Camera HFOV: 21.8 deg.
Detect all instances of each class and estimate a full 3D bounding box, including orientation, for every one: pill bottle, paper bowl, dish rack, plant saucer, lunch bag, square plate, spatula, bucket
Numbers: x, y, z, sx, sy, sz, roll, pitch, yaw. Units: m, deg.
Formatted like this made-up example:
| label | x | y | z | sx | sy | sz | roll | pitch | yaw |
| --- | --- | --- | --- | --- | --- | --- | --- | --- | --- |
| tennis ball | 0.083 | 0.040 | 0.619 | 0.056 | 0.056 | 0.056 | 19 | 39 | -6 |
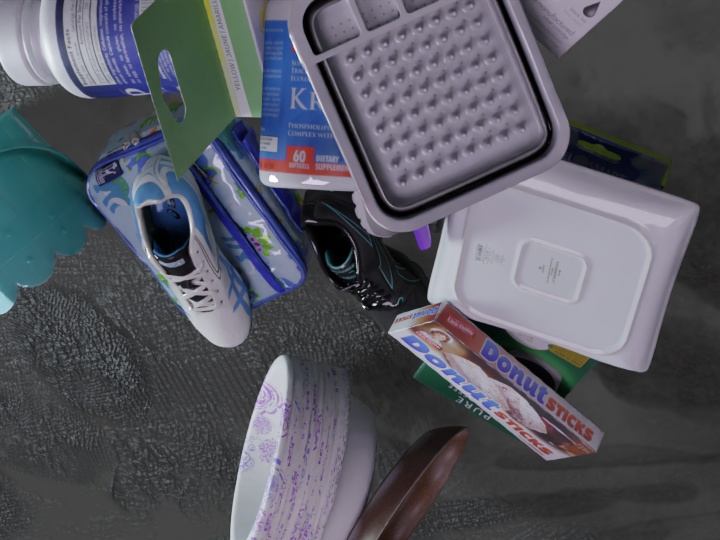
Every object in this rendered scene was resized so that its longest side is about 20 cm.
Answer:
| label | x | y | z | sx | sy | sz | roll | pitch | yaw |
| --- | --- | --- | --- | --- | --- | --- | --- | --- | --- |
| pill bottle | -0.023 | -0.166 | 1.488 | 0.112 | 0.112 | 0.201 | 3 | 95 | 21 |
| paper bowl | -0.051 | 0.187 | 1.773 | 0.104 | 0.201 | 0.201 | 13 | 133 | -12 |
| dish rack | 0.051 | -0.146 | 1.421 | 0.171 | 0.044 | 0.201 | -24 | 98 | -4 |
| plant saucer | 0.035 | 0.224 | 1.769 | 0.032 | 0.200 | 0.201 | 34 | 133 | 12 |
| lunch bag | -0.139 | -0.056 | 1.700 | 0.160 | 0.083 | 0.200 | -19 | 118 | 30 |
| square plate | 0.156 | -0.006 | 1.511 | 0.197 | 0.029 | 0.201 | 18 | 136 | 9 |
| pill bottle | -0.202 | -0.207 | 1.581 | 0.199 | 0.120 | 0.120 | -1 | 126 | 24 |
| spatula | 0.056 | -0.044 | 1.573 | 0.020 | 0.200 | 0.057 | -18 | 87 | 8 |
| bucket | -0.345 | -0.044 | 1.721 | 0.207 | 0.207 | 0.135 | -29 | 106 | 37 |

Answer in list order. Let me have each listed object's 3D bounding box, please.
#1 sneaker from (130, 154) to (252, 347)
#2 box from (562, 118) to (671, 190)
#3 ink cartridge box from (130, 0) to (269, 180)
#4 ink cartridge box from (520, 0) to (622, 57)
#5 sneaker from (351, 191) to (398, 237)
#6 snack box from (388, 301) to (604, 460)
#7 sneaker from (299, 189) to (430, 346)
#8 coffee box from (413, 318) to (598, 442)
| label | x | y | z | sx | sy | sz | roll | pitch | yaw |
| --- | --- | --- | --- | --- | --- | --- | --- | --- | --- |
| sneaker | -0.153 | -0.006 | 1.644 | 0.072 | 0.073 | 0.201 | -8 | 125 | 22 |
| box | 0.182 | -0.047 | 1.590 | 0.121 | 0.048 | 0.201 | 22 | 132 | 6 |
| ink cartridge box | -0.102 | -0.184 | 1.502 | 0.048 | 0.200 | 0.146 | 3 | 127 | 25 |
| ink cartridge box | 0.179 | -0.269 | 1.405 | 0.116 | 0.067 | 0.200 | 41 | 131 | -9 |
| sneaker | 0.045 | -0.105 | 1.584 | 0.082 | 0.075 | 0.201 | 19 | 130 | 11 |
| snack box | 0.119 | 0.098 | 1.620 | 0.200 | 0.024 | 0.072 | 39 | 152 | -21 |
| sneaker | 0.000 | 0.000 | 1.685 | 0.075 | 0.079 | 0.200 | -16 | 120 | 32 |
| coffee box | 0.140 | 0.063 | 1.642 | 0.123 | 0.044 | 0.200 | 29 | 140 | -3 |
